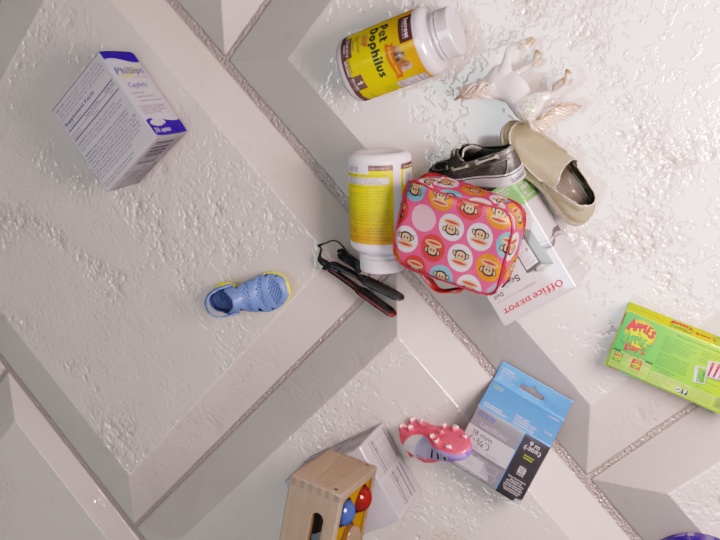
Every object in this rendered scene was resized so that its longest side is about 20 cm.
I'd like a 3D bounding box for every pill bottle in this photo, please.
[{"bbox_3d":[0.035,-0.102,1.384,0.108,0.109,0.203,5,106,24],"label":"pill bottle"},{"bbox_3d":[0.066,-0.354,1.307,0.198,0.109,0.111,-14,98,28],"label":"pill bottle"}]

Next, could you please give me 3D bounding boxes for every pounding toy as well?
[{"bbox_3d":[-0.038,0.448,1.428,0.140,0.184,0.203,15,101,22],"label":"pounding toy"}]

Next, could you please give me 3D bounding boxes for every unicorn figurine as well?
[{"bbox_3d":[0.237,-0.285,1.249,0.137,0.074,0.201,-41,50,3],"label":"unicorn figurine"}]

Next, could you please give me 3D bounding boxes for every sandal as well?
[{"bbox_3d":[-0.226,0.055,1.578,0.198,0.087,0.081,-14,96,27],"label":"sandal"}]

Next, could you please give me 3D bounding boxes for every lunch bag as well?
[{"bbox_3d":[0.150,-0.045,1.271,0.198,0.082,0.179,22,117,23],"label":"lunch bag"}]

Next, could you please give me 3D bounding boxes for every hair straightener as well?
[{"bbox_3d":[0.000,0.000,1.485,0.199,0.041,0.078,36,113,18],"label":"hair straightener"}]

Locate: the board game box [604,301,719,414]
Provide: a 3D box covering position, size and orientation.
[{"bbox_3d":[0.498,0.137,1.268,0.198,0.048,0.103,23,112,19],"label":"board game box"}]

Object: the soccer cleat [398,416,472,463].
[{"bbox_3d":[0.138,0.316,1.448,0.199,0.066,0.078,3,114,58],"label":"soccer cleat"}]

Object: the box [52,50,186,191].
[{"bbox_3d":[-0.474,-0.294,1.591,0.183,0.105,0.201,-37,87,29],"label":"box"}]

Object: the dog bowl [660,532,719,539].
[{"bbox_3d":[0.558,0.542,1.332,0.197,0.079,0.203,7,107,25],"label":"dog bowl"}]

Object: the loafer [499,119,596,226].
[{"bbox_3d":[0.300,-0.161,1.257,0.200,0.076,0.068,47,160,0],"label":"loafer"}]

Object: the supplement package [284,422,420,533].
[{"bbox_3d":[-0.015,0.418,1.561,0.199,0.111,0.157,-30,90,30],"label":"supplement package"}]

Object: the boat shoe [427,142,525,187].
[{"bbox_3d":[0.177,-0.173,1.294,0.199,0.071,0.064,4,128,50],"label":"boat shoe"}]

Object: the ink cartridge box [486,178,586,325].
[{"bbox_3d":[0.252,-0.035,1.318,0.145,0.084,0.202,-32,88,30],"label":"ink cartridge box"}]

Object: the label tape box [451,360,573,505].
[{"bbox_3d":[0.262,0.284,1.415,0.143,0.063,0.202,28,115,16],"label":"label tape box"}]
